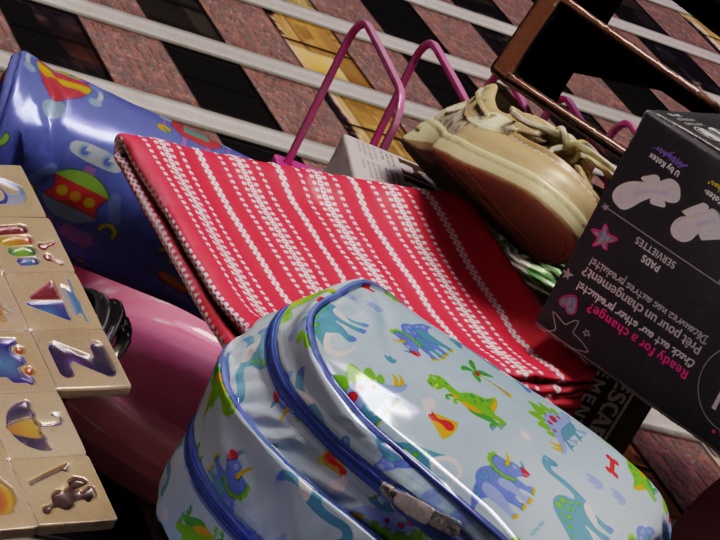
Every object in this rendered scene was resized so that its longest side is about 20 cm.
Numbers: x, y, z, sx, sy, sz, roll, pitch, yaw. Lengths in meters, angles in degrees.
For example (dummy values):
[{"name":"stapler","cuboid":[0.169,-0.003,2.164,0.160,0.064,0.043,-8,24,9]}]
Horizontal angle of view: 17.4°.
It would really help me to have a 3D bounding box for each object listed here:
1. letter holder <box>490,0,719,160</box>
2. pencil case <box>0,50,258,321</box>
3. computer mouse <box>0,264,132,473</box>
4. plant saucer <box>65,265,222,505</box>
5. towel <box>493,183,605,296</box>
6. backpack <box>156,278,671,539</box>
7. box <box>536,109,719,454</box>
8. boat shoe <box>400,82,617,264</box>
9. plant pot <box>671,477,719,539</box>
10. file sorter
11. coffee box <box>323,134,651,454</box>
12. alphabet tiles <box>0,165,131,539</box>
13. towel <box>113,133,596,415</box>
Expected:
[{"name":"letter holder","cuboid":[0.165,-0.100,1.261,0.142,0.101,0.200,36,6,9]},{"name":"pencil case","cuboid":[-0.092,-0.024,1.076,0.199,0.087,0.078,24,1,-14]},{"name":"computer mouse","cuboid":[-0.204,0.019,0.945,0.199,0.053,0.139,30,36,3]},{"name":"plant saucer","cuboid":[-0.073,0.056,1.095,0.199,0.051,0.201,25,22,-11]},{"name":"towel","cuboid":[0.161,0.005,1.224,0.199,0.023,0.153,27,23,-5]},{"name":"backpack","cuboid":[0.024,0.098,0.858,0.199,0.155,0.163,23,23,20]},{"name":"box","cuboid":[0.193,0.007,1.072,0.132,0.115,0.200,35,19,26]},{"name":"boat shoe","cuboid":[0.073,-0.056,1.117,0.073,0.063,0.200,47,-3,-20]},{"name":"plant pot","cuboid":[0.226,0.172,1.038,0.199,0.201,0.179,16,9,-28]},{"name":"file sorter","cuboid":[0.068,-0.048,1.395,0.199,0.126,0.139,19,24,-22]},{"name":"coffee box","cuboid":[0.059,0.026,1.238,0.199,0.114,0.080,21,23,-17]},{"name":"alphabet tiles","cuboid":[-0.172,0.027,0.904,0.166,0.008,0.201,-1,44,-35]},{"name":"towel","cuboid":[0.000,0.000,1.019,0.199,0.023,0.145,9,35,-40]}]
